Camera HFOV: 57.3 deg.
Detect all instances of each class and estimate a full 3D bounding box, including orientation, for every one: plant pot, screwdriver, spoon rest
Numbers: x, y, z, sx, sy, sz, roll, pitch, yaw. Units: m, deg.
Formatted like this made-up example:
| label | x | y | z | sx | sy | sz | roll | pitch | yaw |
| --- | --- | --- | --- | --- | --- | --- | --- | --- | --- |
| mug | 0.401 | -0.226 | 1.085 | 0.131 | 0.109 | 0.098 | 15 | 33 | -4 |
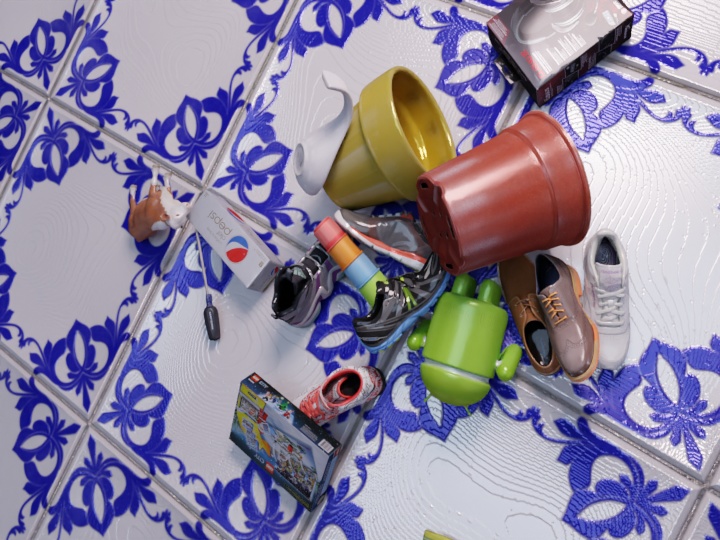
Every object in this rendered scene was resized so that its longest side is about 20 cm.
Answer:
| label | x | y | z | sx | sy | sz | roll | pitch | yaw |
| --- | --- | --- | --- | --- | --- | --- | --- | --- | --- |
| plant pot | 0.192 | -0.098 | 0.946 | 0.190 | 0.202 | 0.206 | -21 | 72 | -10 |
| screwdriver | -0.281 | 0.026 | 1.211 | 0.028 | 0.028 | 0.207 | -5 | 91 | 23 |
| spoon rest | -0.057 | -0.206 | 1.018 | 0.203 | 0.059 | 0.101 | 115 | 145 | -42 |
| plant pot | 0.032 | -0.192 | 1.071 | 0.185 | 0.198 | 0.207 | -24 | 73 | 31 |

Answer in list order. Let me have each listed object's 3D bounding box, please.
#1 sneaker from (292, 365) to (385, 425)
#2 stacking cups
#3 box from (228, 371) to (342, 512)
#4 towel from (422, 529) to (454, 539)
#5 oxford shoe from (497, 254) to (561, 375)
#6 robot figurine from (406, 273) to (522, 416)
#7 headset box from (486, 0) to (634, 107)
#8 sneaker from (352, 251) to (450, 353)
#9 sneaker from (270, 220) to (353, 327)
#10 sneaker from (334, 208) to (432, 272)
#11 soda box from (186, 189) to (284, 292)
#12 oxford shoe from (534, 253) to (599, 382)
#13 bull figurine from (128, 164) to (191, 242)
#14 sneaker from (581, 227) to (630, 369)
| label | x | y | z | sx | sy | sz | roll | pitch | yaw |
| --- | --- | --- | --- | --- | --- | --- | --- | --- | --- |
| sneaker | -0.060 | 0.209 | 1.072 | 0.197 | 0.108 | 0.069 | -26 | 73 | 15 |
| stacking cups | 0.000 | 0.000 | 1.079 | 0.060 | 0.060 | 0.201 | -40 | 88 | 9 |
| box | -0.129 | 0.282 | 1.088 | 0.198 | 0.037 | 0.140 | 34 | 126 | 23 |
| towel | 0.114 | 0.511 | 1.005 | 0.084 | 0.018 | 0.207 | 12 | 86 | 28 |
| oxford shoe | 0.258 | 0.055 | 0.999 | 0.070 | 0.071 | 0.205 | -23 | 72 | 16 |
| robot figurine | 0.157 | 0.111 | 1.002 | 0.171 | 0.115 | 0.206 | 14 | 86 | 23 |
| headset box | 0.307 | -0.378 | 1.052 | 0.198 | 0.077 | 0.151 | -35 | 71 | 10 |
| sneaker | 0.065 | 0.036 | 1.010 | 0.083 | 0.071 | 0.200 | 45 | 89 | -9 |
| sneaker | -0.086 | 0.000 | 1.100 | 0.076 | 0.139 | 0.205 | 25 | 90 | 22 |
| sneaker | 0.052 | -0.066 | 1.087 | 0.196 | 0.077 | 0.084 | 27 | 90 | 2 |
| soda box | -0.230 | -0.054 | 1.206 | 0.068 | 0.063 | 0.200 | -47 | 68 | 7 |
| oxford shoe | 0.281 | 0.063 | 0.931 | 0.071 | 0.072 | 0.204 | -38 | 36 | 32 |
| bull figurine | -0.388 | -0.121 | 1.248 | 0.197 | 0.064 | 0.126 | -17 | 70 | 44 |
| sneaker | 0.350 | 0.038 | 0.951 | 0.072 | 0.099 | 0.207 | -3 | 81 | 17 |
